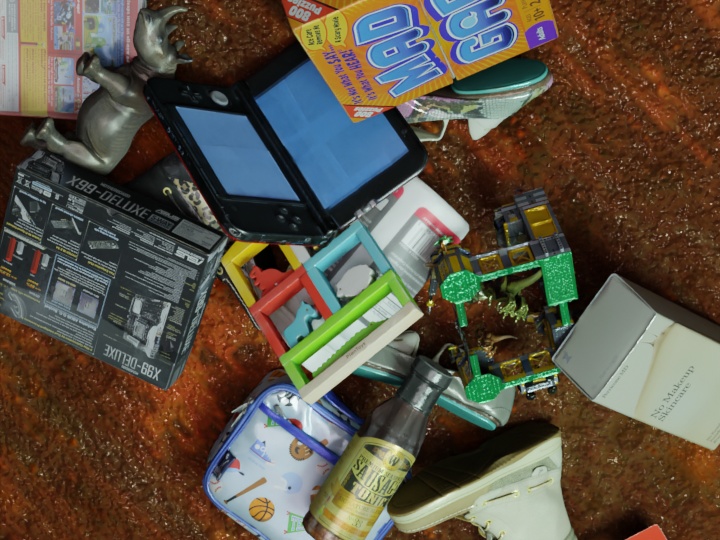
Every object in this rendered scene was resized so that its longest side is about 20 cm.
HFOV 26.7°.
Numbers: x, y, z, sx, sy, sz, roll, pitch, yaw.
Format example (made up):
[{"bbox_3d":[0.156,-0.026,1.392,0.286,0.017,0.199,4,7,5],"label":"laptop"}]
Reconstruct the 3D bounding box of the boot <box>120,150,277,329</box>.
[{"bbox_3d":[-0.171,-0.015,1.462,0.149,0.073,0.201,-20,112,12],"label":"boot"}]

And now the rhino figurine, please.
[{"bbox_3d":[-0.224,-0.168,1.409,0.087,0.060,0.200,34,104,-27],"label":"rhino figurine"}]

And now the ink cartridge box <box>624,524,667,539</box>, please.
[{"bbox_3d":[0.280,0.375,1.543,0.162,0.057,0.201,-30,119,10],"label":"ink cartridge box"}]

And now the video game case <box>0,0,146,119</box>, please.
[{"bbox_3d":[-0.303,-0.217,1.440,0.198,0.017,0.144,4,105,1],"label":"video game case"}]

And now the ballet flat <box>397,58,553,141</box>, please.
[{"bbox_3d":[0.082,-0.156,1.423,0.198,0.069,0.072,-3,123,7],"label":"ballet flat"}]

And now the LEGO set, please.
[{"bbox_3d":[0.134,0.016,1.425,0.153,0.116,0.201,-22,130,5],"label":"LEGO set"}]

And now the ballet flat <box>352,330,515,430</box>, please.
[{"bbox_3d":[0.059,0.095,1.496,0.198,0.067,0.064,22,78,-5],"label":"ballet flat"}]

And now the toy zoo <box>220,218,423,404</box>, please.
[{"bbox_3d":[-0.045,0.003,1.365,0.131,0.020,0.201,-39,60,8],"label":"toy zoo"}]

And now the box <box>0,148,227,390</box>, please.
[{"bbox_3d":[-0.239,0.001,1.409,0.199,0.050,0.159,24,120,5],"label":"box"}]

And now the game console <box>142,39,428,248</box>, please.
[{"bbox_3d":[-0.070,-0.131,1.352,0.119,0.171,0.201,-53,54,30],"label":"game console"}]

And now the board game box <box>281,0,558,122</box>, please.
[{"bbox_3d":[0.031,-0.282,1.277,0.198,0.200,0.201,-22,70,8],"label":"board game box"}]

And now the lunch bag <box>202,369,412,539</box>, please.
[{"bbox_3d":[-0.052,0.199,1.515,0.199,0.076,0.161,36,101,-9],"label":"lunch bag"}]

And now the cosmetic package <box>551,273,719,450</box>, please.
[{"bbox_3d":[0.286,0.088,1.422,0.199,0.073,0.104,21,109,-41],"label":"cosmetic package"}]

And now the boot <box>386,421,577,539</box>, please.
[{"bbox_3d":[0.127,0.254,1.494,0.199,0.072,0.156,-22,110,-26],"label":"boot"}]

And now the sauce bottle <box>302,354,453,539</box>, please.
[{"bbox_3d":[0.018,0.174,1.445,0.066,0.066,0.201,29,98,-6],"label":"sauce bottle"}]

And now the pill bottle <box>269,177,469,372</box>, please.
[{"bbox_3d":[0.000,0.000,1.422,0.111,0.111,0.200,40,92,-8],"label":"pill bottle"}]
